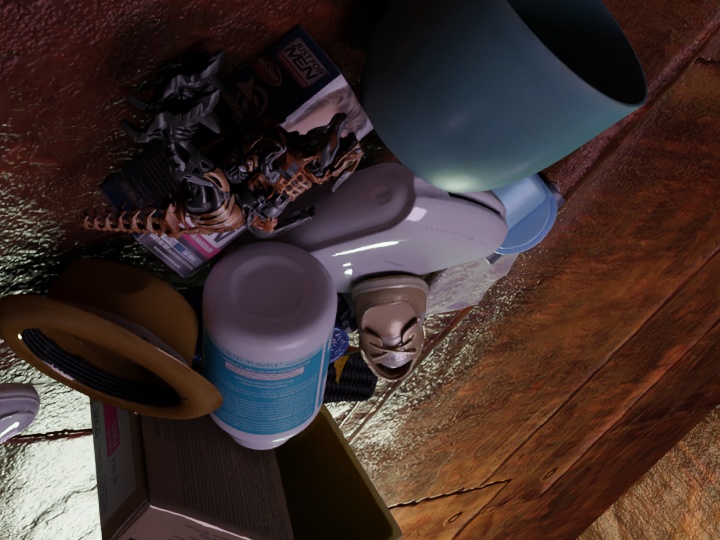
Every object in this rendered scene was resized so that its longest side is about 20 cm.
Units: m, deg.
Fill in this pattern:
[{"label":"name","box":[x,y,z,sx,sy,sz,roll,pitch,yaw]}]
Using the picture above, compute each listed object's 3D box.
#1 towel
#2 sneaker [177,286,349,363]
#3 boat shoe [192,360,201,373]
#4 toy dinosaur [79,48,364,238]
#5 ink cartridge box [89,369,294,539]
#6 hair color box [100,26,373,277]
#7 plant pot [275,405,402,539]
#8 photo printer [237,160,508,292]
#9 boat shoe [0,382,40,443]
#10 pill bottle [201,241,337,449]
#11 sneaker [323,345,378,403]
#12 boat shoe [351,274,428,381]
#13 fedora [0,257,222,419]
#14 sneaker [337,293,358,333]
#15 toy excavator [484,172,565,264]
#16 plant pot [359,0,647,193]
[{"label":"towel","box":[0.133,-0.020,1.515,0.132,0.034,0.200,-12,145,-45]},{"label":"sneaker","box":[-0.109,0.042,1.260,0.200,0.078,0.070,12,120,-31]},{"label":"boat shoe","box":[-0.140,0.121,1.350,0.072,0.066,0.201,-22,151,-29]},{"label":"toy dinosaur","box":[-0.103,-0.071,0.958,0.200,0.102,0.136,-31,119,-12]},{"label":"ink cartridge box","box":[-0.155,0.180,1.216,0.165,0.200,0.075,27,118,-32]},{"label":"hair color box","box":[-0.094,-0.090,1.055,0.200,0.061,0.100,-39,156,1]},{"label":"plant pot","box":[-0.106,0.305,1.583,0.195,0.194,0.200,-21,160,-32]},{"label":"photo printer","box":[0.019,-0.037,1.175,0.200,0.070,0.166,-15,163,33]},{"label":"boat shoe","box":[-0.352,0.156,1.119,0.200,0.069,0.072,-19,149,-36]},{"label":"pill bottle","box":[-0.082,0.075,1.156,0.111,0.111,0.200,-26,150,-25]},{"label":"sneaker","box":[-0.064,0.100,1.395,0.200,0.090,0.070,14,86,-56]},{"label":"boat shoe","box":[0.032,0.058,1.266,0.074,0.069,0.200,-7,162,3]},{"label":"fedora","box":[-0.195,0.049,1.086,0.201,0.200,0.082,83,24,-62]},{"label":"sneaker","box":[0.000,0.000,1.327,0.108,0.070,0.200,-29,157,-23]},{"label":"toy excavator","box":[0.110,-0.099,1.248,0.100,0.195,0.200,-39,-176,3]},{"label":"plant pot","box":[0.096,-0.156,1.048,0.161,0.201,0.200,-41,157,29]}]
